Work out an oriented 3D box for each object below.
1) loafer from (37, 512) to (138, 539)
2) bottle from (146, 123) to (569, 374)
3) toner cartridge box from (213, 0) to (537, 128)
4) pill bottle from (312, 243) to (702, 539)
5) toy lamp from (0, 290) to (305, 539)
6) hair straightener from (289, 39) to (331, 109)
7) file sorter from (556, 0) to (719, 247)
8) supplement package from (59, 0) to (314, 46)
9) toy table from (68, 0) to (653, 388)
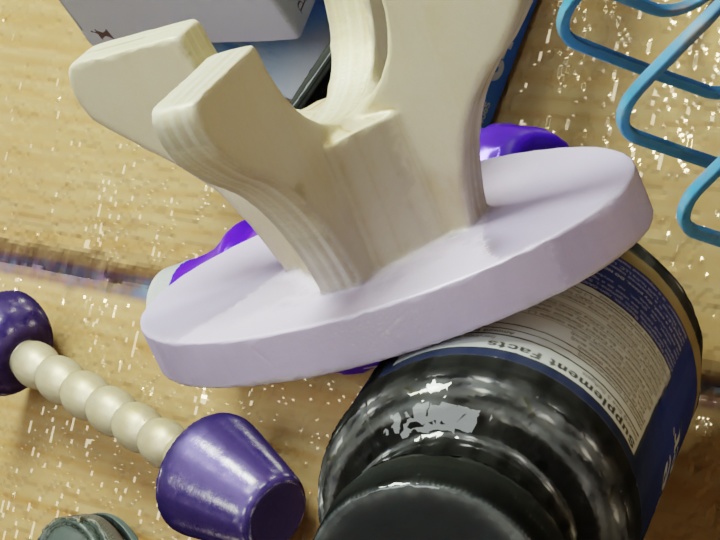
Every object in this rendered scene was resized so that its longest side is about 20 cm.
[{"bbox_3d":[-0.119,0.197,1.143,0.072,0.063,0.200,-23,65,33],"label":"loafer"},{"bbox_3d":[0.000,0.000,1.093,0.200,0.065,0.084,-16,83,36],"label":"bottle"},{"bbox_3d":[-0.018,-0.119,1.156,0.200,0.043,0.095,23,94,41],"label":"toner cartridge box"},{"bbox_3d":[0.050,0.066,0.930,0.112,0.200,0.112,7,115,15],"label":"pill bottle"},{"bbox_3d":[-0.101,0.068,1.168,0.200,0.058,0.058,25,95,42],"label":"toy lamp"},{"bbox_3d":[0.021,-0.137,1.057,0.077,0.041,0.200,25,91,39],"label":"hair straightener"},{"bbox_3d":[0.142,-0.112,0.963,0.123,0.139,0.200,-46,54,26],"label":"file sorter"},{"bbox_3d":[-0.061,-0.205,1.117,0.109,0.114,0.200,1,56,32],"label":"supplement package"},{"bbox_3d":[-0.008,-0.042,0.939,0.200,0.184,0.117,-17,109,19],"label":"toy table"}]
